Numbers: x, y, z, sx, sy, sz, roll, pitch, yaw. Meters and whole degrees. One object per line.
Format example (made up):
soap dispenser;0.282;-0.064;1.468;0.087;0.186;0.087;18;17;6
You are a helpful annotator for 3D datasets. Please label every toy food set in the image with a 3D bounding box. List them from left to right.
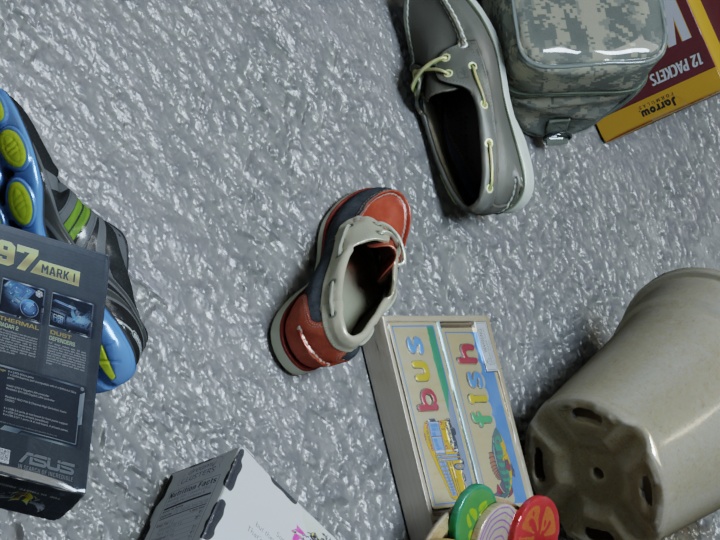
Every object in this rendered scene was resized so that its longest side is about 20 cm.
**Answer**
toy food set;0.098;0.251;1.592;0.198;0.049;0.200;-43;115;-45

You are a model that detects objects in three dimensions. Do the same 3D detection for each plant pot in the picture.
plant pot;0.233;0.124;1.755;0.183;0.200;0.201;-30;95;-42

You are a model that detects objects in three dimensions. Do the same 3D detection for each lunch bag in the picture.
lunch bag;0.163;-0.223;1.865;0.139;0.168;0.201;-4;71;-13

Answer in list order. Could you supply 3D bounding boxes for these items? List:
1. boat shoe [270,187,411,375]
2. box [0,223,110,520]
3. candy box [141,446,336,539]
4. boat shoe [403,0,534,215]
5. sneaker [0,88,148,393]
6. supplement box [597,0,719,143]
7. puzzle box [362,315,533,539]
boat shoe;0.000;0.000;1.622;0.071;0.062;0.200;51;38;-16
box;-0.245;0.041;1.266;0.199;0.051;0.158;17;58;-24
candy box;-0.074;0.240;1.397;0.168;0.071;0.200;47;42;-24
boat shoe;0.076;-0.139;1.779;0.060;0.072;0.202;-11;79;-50
sneaker;-0.194;-0.019;1.401;0.200;0.071;0.083;62;21;-6
supplement box;0.277;-0.246;2.030;0.200;0.133;0.198;-25;91;-53
puzzle box;0.070;0.130;1.669;0.133;0.025;0.201;0;72;-50
